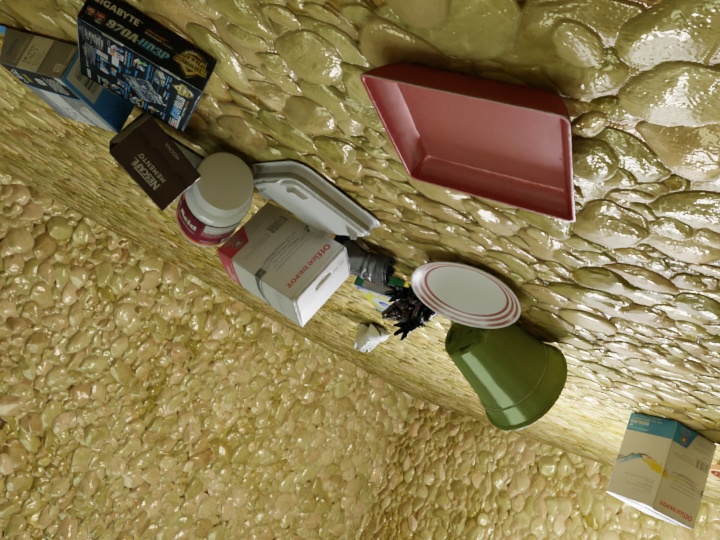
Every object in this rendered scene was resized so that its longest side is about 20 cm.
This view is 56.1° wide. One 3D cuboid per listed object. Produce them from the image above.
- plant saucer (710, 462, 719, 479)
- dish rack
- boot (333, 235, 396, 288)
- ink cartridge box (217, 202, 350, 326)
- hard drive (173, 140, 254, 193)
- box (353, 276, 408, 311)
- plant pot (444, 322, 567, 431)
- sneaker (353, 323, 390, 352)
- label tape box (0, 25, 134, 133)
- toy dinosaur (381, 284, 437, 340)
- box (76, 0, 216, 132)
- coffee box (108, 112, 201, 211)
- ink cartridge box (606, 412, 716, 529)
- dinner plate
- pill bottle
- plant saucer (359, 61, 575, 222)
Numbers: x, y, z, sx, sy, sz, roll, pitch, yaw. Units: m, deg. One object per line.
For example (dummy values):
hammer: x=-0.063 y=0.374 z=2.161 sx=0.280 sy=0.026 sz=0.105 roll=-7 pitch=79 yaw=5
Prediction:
plant saucer: x=0.981 y=0.527 z=1.689 sx=0.197 sy=0.033 sz=0.201 roll=24 pitch=167 yaw=6
dish rack: x=-0.080 y=-0.107 z=1.112 sx=0.199 sy=0.044 sz=0.170 roll=35 pitch=165 yaw=-35
boot: x=0.000 y=0.000 z=1.329 sx=0.129 sy=0.071 sz=0.200 roll=25 pitch=169 yaw=4
ink cartridge box: x=-0.136 y=-0.014 z=1.225 sx=0.198 sy=0.146 sz=0.086 roll=29 pitch=151 yaw=29
hard drive: x=-0.308 y=-0.185 z=1.271 sx=0.198 sy=0.027 sz=0.131 roll=31 pitch=166 yaw=-28
box: x=0.069 y=0.062 z=1.509 sx=0.115 sy=0.049 sz=0.200 roll=18 pitch=168 yaw=25
plant pot: x=0.266 y=0.169 z=1.308 sx=0.190 sy=0.202 sz=0.199 roll=43 pitch=161 yaw=-22
sneaker: x=0.034 y=0.216 z=2.115 sx=0.073 sy=0.089 sz=0.200 roll=28 pitch=166 yaw=-12
label tape box: x=-0.471 y=-0.295 z=1.045 sx=0.196 sy=0.064 sz=0.144 roll=19 pitch=166 yaw=23
toy dinosaur: x=0.116 y=0.062 z=1.326 sx=0.134 sy=0.200 sz=0.103 roll=-9 pitch=-118 yaw=-52
box: x=-0.277 y=-0.258 z=0.863 sx=0.157 sy=0.047 sz=0.199 roll=29 pitch=167 yaw=-17
coffee box: x=-0.323 y=-0.173 z=1.045 sx=0.114 sy=0.080 sz=0.200 roll=52 pitch=173 yaw=-23
ink cartridge box: x=0.697 y=0.462 z=1.569 sx=0.145 sy=0.204 sz=0.144 roll=29 pitch=167 yaw=-21
dinner plate: x=0.182 y=0.038 z=1.168 sx=0.196 sy=0.025 sz=0.202 roll=18 pitch=150 yaw=10
pill bottle: x=-0.249 y=-0.118 z=1.154 sx=0.112 sy=0.116 sz=0.200 roll=27 pitch=159 yaw=-14
plant saucer: x=0.117 y=-0.128 z=0.659 sx=0.196 sy=0.037 sz=0.200 roll=20 pitch=167 yaw=25
